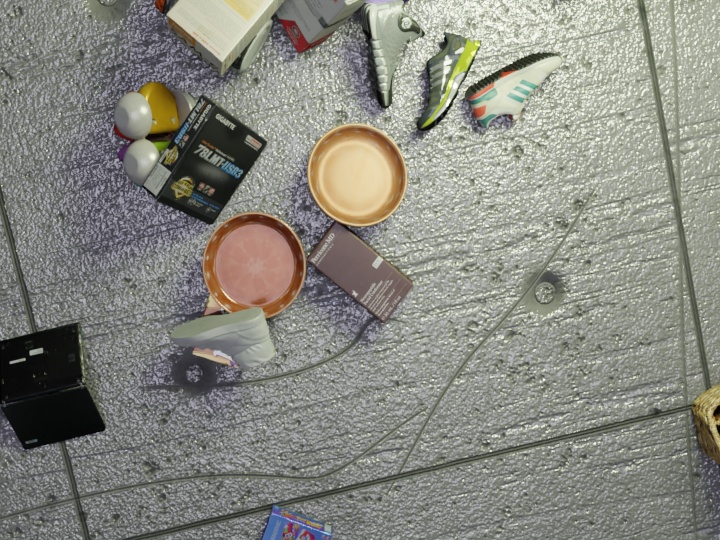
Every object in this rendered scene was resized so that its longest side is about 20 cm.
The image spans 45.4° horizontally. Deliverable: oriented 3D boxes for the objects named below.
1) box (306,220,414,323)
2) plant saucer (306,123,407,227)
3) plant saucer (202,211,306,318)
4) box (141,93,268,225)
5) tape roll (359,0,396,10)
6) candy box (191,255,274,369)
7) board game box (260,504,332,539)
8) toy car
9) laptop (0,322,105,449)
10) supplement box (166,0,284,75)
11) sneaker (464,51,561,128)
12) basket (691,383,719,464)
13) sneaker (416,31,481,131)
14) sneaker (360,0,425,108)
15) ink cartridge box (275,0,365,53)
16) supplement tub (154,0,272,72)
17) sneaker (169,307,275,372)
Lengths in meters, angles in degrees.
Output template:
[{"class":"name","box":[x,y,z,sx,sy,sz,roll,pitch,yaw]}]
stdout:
[{"class":"box","box":[0.000,0.000,1.677,0.199,0.075,0.101,38,94,-3]},{"class":"plant saucer","box":[-0.008,-0.180,1.653,0.195,0.037,0.205,2,79,-10]},{"class":"plant saucer","box":[-0.201,-0.009,1.637,0.195,0.032,0.205,0,95,-1]},{"class":"box","box":[-0.283,-0.198,1.590,0.049,0.200,0.200,38,93,23]},{"class":"tape roll","box":[0.031,-0.594,1.613,0.195,0.085,0.205,0,96,0]},{"class":"candy box","box":[-0.247,0.082,1.687,0.114,0.056,0.204,18,94,-3]},{"class":"board game box","box":[-0.151,0.597,1.744,0.132,0.045,0.204,21,95,-3]},{"class":"toy car","box":[-0.396,-0.243,1.615,0.147,0.174,0.205,-6,98,34]},{"class":"laptop","box":[-0.616,0.231,1.716,0.173,0.104,0.204,-13,71,0]},{"class":"supplement box","box":[-0.229,-0.464,1.505,0.125,0.074,0.201,39,78,-3]},{"class":"sneaker","box":[0.302,-0.346,1.661,0.197,0.071,0.095,-26,113,-1]},{"class":"basket","box":[0.774,0.293,1.685,0.196,0.149,0.146,-15,96,1]},{"class":"sneaker","box":[0.153,-0.363,1.653,0.080,0.074,0.203,28,88,5]},{"class":"sneaker","box":[0.071,-0.408,1.615,0.113,0.075,0.203,-17,126,-10]},{"class":"ink cartridge box","box":[-0.078,-0.511,1.556,0.083,0.199,0.146,-34,96,-31]},{"class":"supplement tub","box":[-0.273,-0.471,1.598,0.198,0.123,0.124,34,94,-4]},{"class":"sneaker","box":[-0.258,0.146,1.628,0.196,0.074,0.118,-10,116,19]}]
